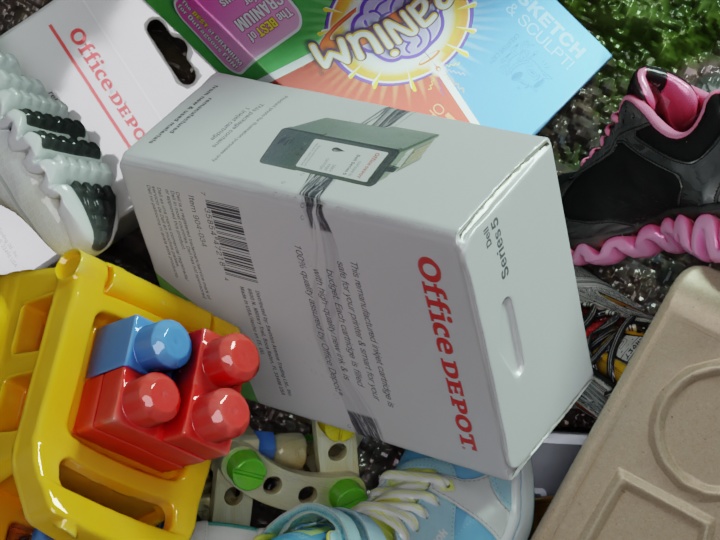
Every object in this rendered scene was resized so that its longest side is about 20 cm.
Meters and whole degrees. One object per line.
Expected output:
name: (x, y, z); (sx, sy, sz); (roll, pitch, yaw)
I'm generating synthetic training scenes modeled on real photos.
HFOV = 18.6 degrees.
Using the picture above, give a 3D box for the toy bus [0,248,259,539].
toy bus: (-0.129, 0.093, 1.020); (0.136, 0.192, 0.200); (29, 61, -35)

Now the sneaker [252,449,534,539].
sneaker: (0.011, 0.123, 1.051); (0.080, 0.131, 0.200); (-11, 50, 38)

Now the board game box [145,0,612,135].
board game box: (0.008, -0.127, 1.120); (0.200, 0.040, 0.153); (44, 65, 0)

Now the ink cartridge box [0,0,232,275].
ink cartridge box: (-0.160, -0.065, 1.146); (0.200, 0.067, 0.117); (-33, 85, 2)

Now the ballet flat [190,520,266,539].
ballet flat: (-0.049, 0.217, 1.066); (0.069, 0.069, 0.200); (-9, 99, 2)

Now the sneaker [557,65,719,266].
sneaker: (0.146, -0.055, 1.073); (0.079, 0.200, 0.095); (-27, 102, -28)

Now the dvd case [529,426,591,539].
dvd case: (0.120, 0.158, 1.146); (0.200, 0.025, 0.150); (3, 87, 2)

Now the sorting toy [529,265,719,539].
sorting toy: (0.187, 0.123, 1.028); (0.185, 0.036, 0.200); (28, 98, 1)

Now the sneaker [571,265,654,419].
sneaker: (0.128, 0.040, 1.111); (0.200, 0.082, 0.078); (32, 74, 13)

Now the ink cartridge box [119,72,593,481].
ink cartridge box: (0.000, 0.000, 1.047); (0.200, 0.146, 0.084); (14, 44, 34)

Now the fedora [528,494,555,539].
fedora: (0.112, 0.211, 1.089); (0.200, 0.082, 0.201); (0, 88, 3)

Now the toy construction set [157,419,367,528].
toy construction set: (-0.049, 0.152, 1.128); (0.131, 0.092, 0.200); (-1, 95, -22)

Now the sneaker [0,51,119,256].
sneaker: (-0.194, -0.071, 1.080); (0.081, 0.075, 0.200); (-45, 69, 10)
